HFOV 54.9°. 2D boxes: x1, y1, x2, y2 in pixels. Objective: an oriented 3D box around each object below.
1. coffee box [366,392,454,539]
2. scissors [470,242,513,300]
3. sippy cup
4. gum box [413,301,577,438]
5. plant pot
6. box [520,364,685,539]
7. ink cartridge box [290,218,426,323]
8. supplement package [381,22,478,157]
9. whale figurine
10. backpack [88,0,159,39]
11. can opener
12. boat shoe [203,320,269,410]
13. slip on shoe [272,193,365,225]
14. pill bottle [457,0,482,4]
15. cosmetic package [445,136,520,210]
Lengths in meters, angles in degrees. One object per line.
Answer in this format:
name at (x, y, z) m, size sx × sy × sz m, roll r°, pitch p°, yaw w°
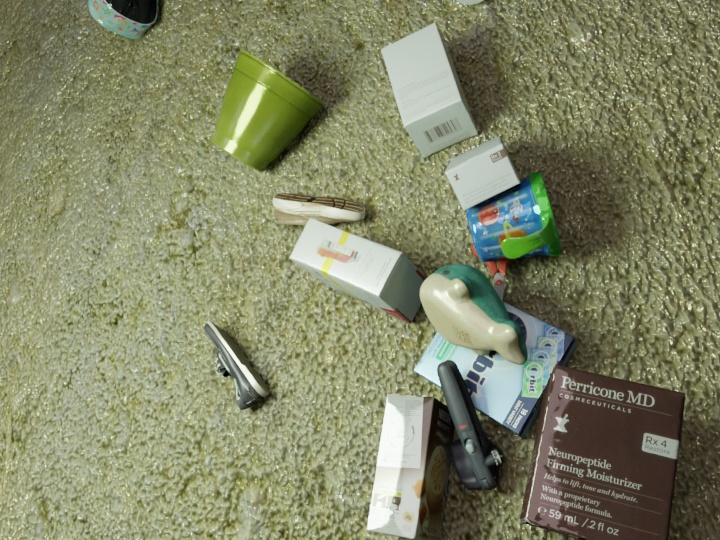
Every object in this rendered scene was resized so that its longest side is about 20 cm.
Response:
coffee box at (0.081, 0.298, 1.048) m, size 0.079 × 0.114 × 0.201 m, roll 0°, pitch 68°, yaw 26°
scissors at (0.232, 0.010, 1.129) m, size 0.073 × 0.014 × 0.201 m, roll -11°, pitch 46°, yaw 3°
sippy cup at (0.243, -0.075, 1.116) m, size 0.129 × 0.178 × 0.141 m, roll -15°, pitch 77°, yaw 14°
gum box at (0.211, 0.138, 1.097) m, size 0.199 × 0.045 × 0.171 m, roll 27°, pitch 81°, yaw 34°
plant pot at (-0.211, -0.319, 1.443) m, size 0.200 × 0.200 × 0.194 m, roll 38°, pitch 99°, yaw 34°
box at (0.310, 0.252, 0.906) m, size 0.165 × 0.164 × 0.201 m, roll 11°, pitch 73°, yaw 15°
ink cartridge box at (0.000, 0.000, 1.197) m, size 0.199 × 0.145 × 0.084 m, roll 23°, pitch 81°, yaw 33°
supplement package at (0.131, -0.340, 1.311) m, size 0.116 × 0.117 × 0.201 m, roll -21°, pitch 60°, yaw 17°
whale figurine at (0.180, 0.061, 1.036) m, size 0.104 × 0.160 × 0.200 m, roll -39°, pitch 38°, yaw -18°
backpack at (-0.627, -0.715, 1.825) m, size 0.150 × 0.177 × 0.201 m, roll -29°, pitch 60°, yaw 38°
can opener at (0.157, 0.231, 1.035) m, size 0.078 × 0.063 × 0.201 m, roll -18°, pitch 89°, yaw 14°
boat shoe at (-0.248, 0.174, 1.293) m, size 0.063 × 0.073 × 0.200 m, roll -43°, pitch 61°, yaw -1°
slip on shoe at (-0.082, -0.107, 1.349) m, size 0.199 × 0.076 × 0.061 m, roll 9°, pitch 111°, yaw 21°
pill bottle at (0.212, -0.647, 1.409) m, size 0.119 × 0.120 × 0.201 m, roll -18°, pitch 61°, yaw 18°
cosmetic package at (0.203, -0.165, 1.148) m, size 0.101 × 0.200 × 0.074 m, roll -25°, pitch 100°, yaw 17°
